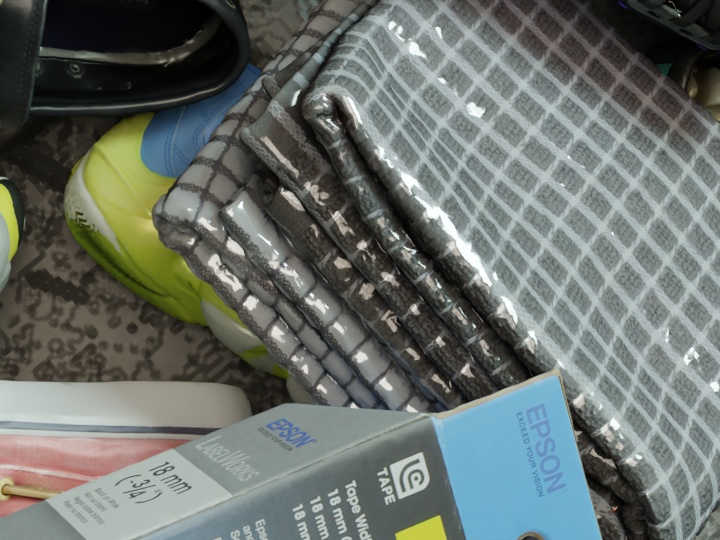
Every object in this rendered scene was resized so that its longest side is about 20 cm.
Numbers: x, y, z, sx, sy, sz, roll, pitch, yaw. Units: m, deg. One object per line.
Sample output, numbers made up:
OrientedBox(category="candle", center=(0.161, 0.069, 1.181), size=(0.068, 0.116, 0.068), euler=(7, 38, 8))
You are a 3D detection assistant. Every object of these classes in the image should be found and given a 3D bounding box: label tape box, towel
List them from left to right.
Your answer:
OrientedBox(category="label tape box", center=(-0.022, 0.123, 0.792), size=(0.199, 0.063, 0.145), euler=(-21, 107, -18))
OrientedBox(category="towel", center=(0.053, -0.011, 0.854), size=(0.200, 0.085, 0.166), euler=(47, 44, -8))

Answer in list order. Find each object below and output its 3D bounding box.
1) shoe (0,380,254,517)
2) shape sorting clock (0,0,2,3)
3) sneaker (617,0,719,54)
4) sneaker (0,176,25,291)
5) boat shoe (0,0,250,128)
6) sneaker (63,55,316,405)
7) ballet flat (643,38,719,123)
OrientedBox(category="shoe", center=(-0.127, 0.087, 0.861), size=(0.198, 0.071, 0.092), euler=(0, 73, -19))
OrientedBox(category="shape sorting clock", center=(-0.198, -0.119, 0.788), size=(0.198, 0.039, 0.201), euler=(0, 61, -1))
OrientedBox(category="sneaker", center=(0.108, -0.107, 0.840), size=(0.070, 0.199, 0.100), euler=(-55, 51, 25))
OrientedBox(category="sneaker", center=(-0.206, -0.033, 0.895), size=(0.199, 0.076, 0.076), euler=(30, 42, 8))
OrientedBox(category="boat shoe", center=(-0.124, -0.083, 0.847), size=(0.199, 0.062, 0.075), euler=(-1, 125, -29))
OrientedBox(category="sneaker", center=(0.000, 0.000, 0.898), size=(0.200, 0.076, 0.105), euler=(38, 80, 2))
OrientedBox(category="ballet flat", center=(0.190, -0.040, 0.925), size=(0.198, 0.068, 0.069), euler=(10, 79, -4))
